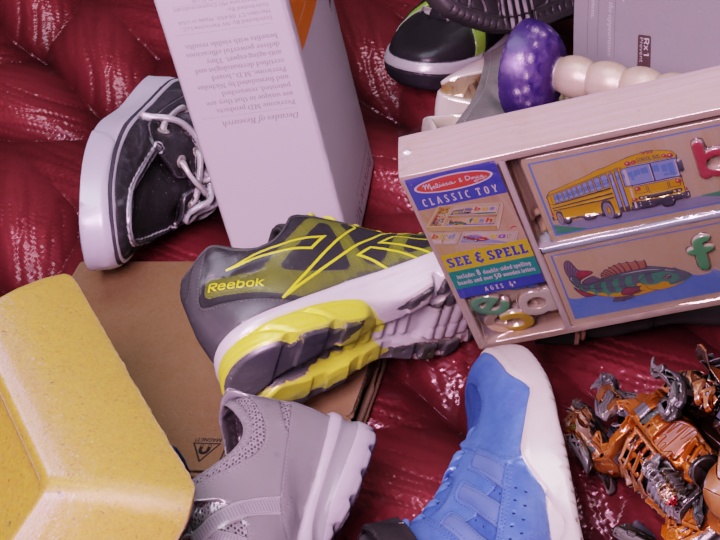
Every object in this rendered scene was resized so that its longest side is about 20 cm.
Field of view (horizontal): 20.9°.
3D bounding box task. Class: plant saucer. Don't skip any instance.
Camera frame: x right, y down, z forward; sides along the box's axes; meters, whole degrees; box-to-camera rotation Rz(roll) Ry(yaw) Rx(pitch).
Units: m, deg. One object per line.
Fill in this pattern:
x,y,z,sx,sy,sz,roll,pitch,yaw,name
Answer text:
-0.172,0.116,0.852,0.201,0.048,0.200,-54,36,10,plant saucer

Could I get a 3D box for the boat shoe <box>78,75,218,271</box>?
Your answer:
-0.110,-0.058,1.127,0.067,0.074,0.200,1,21,10,boat shoe

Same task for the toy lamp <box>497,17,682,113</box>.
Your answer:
0.164,-0.084,0.938,0.198,0.059,0.058,14,46,29,toy lamp

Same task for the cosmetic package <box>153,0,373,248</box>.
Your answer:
-0.050,-0.107,1.063,0.070,0.201,0.102,-5,38,12,cosmetic package

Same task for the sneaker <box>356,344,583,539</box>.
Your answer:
0.037,0.111,0.855,0.110,0.077,0.201,-6,44,-2,sneaker

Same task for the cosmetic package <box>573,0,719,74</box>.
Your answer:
0.206,-0.149,1.020,0.089,0.108,0.199,-5,12,-32,cosmetic package

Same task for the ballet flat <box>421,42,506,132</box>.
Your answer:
0.067,-0.086,1.073,0.063,0.068,0.200,3,24,6,ballet flat

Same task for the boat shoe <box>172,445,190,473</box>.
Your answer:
-0.118,0.156,0.853,0.068,0.085,0.201,-12,35,19,boat shoe

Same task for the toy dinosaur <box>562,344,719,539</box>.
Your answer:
0.182,0.081,0.852,0.199,0.102,0.136,28,77,26,toy dinosaur

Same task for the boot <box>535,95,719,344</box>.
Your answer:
0.159,-0.032,1.016,0.137,0.078,0.201,1,44,5,boot

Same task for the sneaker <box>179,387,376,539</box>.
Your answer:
-0.060,0.133,0.846,0.081,0.075,0.201,24,40,0,sneaker

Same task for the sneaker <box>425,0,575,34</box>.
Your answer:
0.105,-0.170,1.140,0.198,0.061,0.104,-11,5,-26,sneaker

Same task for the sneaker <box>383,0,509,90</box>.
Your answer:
0.076,-0.191,1.223,0.071,0.083,0.200,15,47,35,sneaker

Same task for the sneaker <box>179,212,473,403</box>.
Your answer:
0.000,0.000,0.967,0.199,0.075,0.085,-17,56,-37,sneaker

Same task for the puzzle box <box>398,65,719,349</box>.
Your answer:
0.128,-0.029,0.861,0.198,0.133,0.026,-12,49,15,puzzle box

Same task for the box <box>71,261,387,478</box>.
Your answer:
-0.084,0.052,1.020,0.198,0.021,0.164,0,40,20,box
